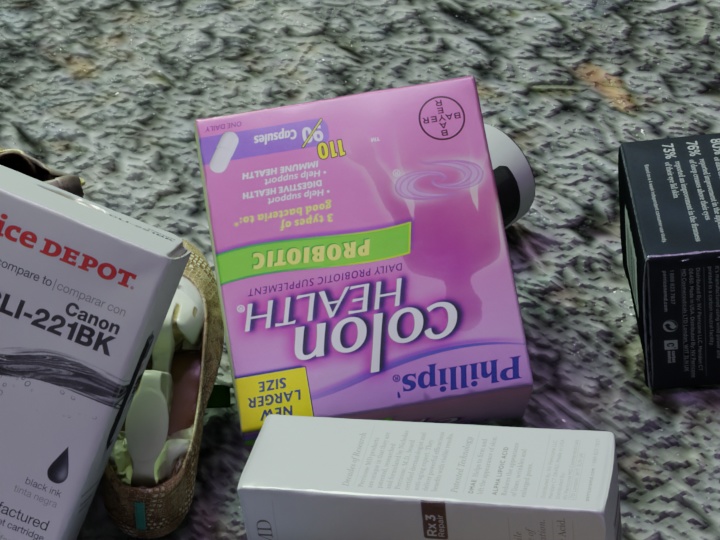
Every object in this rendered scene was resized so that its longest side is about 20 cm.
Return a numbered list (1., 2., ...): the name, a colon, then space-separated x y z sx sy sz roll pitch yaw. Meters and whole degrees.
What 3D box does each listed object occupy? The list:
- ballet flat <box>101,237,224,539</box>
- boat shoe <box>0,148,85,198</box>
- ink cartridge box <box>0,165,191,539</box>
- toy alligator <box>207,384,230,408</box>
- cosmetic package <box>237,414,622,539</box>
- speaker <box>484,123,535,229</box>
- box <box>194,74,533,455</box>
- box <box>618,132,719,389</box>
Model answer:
1. ballet flat: -0.119 0.060 1.164 0.070 0.065 0.200 0 65 -2
2. boat shoe: -0.225 -0.048 1.250 0.072 0.060 0.200 -9 17 -27
3. ink cartridge box: -0.200 0.052 1.081 0.144 0.200 0.084 22 4 0
4. toy alligator: -0.182 0.081 1.207 0.200 0.059 0.054 1 -13 -23
5. cosmetic package: 0.041 0.141 1.054 0.200 0.102 0.074 0 33 14
6. speaker: 0.029 -0.024 1.321 0.081 0.081 0.200 22 43 37
7. box: 0.000 0.000 1.184 0.176 0.097 0.200 -9 75 -2
8. box: 0.272 -0.014 1.233 0.200 0.104 0.148 -5 33 4
